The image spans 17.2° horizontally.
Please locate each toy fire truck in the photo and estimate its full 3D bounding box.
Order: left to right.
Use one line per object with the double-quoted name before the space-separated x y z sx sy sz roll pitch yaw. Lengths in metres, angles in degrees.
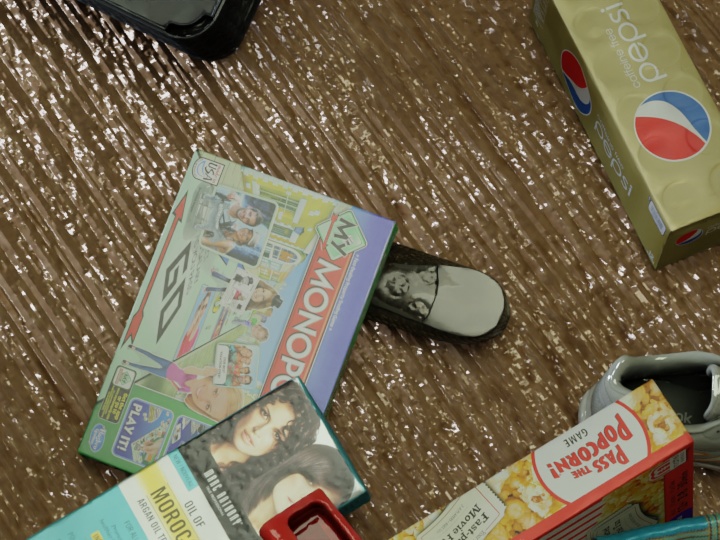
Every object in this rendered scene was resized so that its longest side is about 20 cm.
"toy fire truck" -0.086 0.217 1.346 0.200 0.141 0.049 -36 73 -16

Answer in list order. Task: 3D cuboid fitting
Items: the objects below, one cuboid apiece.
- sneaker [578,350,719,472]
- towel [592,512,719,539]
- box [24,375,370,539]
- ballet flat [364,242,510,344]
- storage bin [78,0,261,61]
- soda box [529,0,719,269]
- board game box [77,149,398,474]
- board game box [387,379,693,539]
"sneaker" 0.235 0.088 1.439 0.199 0.092 0.076 2 68 -1
"towel" 0.224 0.196 1.375 0.199 0.147 0.022 -9 34 -7
"box" -0.099 0.149 1.399 0.199 0.049 0.083 -31 80 -2
"ballet flat" 0.000 0.000 1.498 0.199 0.046 0.068 17 83 11
"storage bin" -0.152 -0.237 1.538 0.199 0.094 0.136 26 90 8
"soda box" 0.181 -0.108 1.535 0.067 0.064 0.201 -21 70 -10
"board game box" -0.074 0.042 1.456 0.134 0.029 0.201 19 82 7
"board game box" 0.095 0.154 1.360 0.199 0.152 0.046 -31 67 -5
